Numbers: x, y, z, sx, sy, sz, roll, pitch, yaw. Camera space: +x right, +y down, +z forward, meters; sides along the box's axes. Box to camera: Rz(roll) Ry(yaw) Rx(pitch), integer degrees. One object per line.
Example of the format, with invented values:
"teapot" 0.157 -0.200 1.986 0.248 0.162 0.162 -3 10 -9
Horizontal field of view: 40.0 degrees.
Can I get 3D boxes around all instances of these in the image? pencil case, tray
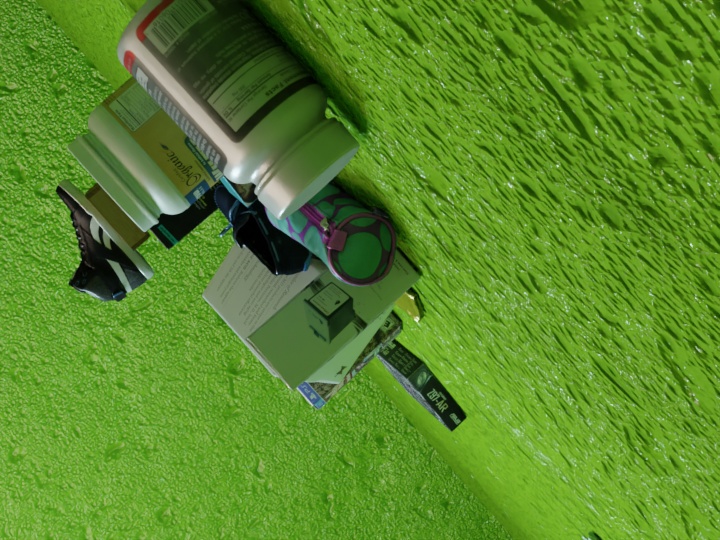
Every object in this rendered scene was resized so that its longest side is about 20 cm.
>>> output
"pencil case" -0.037 -0.055 1.107 0.092 0.085 0.200 33 -178 -34
"tray" -0.354 -0.085 1.442 0.099 0.037 0.200 50 173 -14

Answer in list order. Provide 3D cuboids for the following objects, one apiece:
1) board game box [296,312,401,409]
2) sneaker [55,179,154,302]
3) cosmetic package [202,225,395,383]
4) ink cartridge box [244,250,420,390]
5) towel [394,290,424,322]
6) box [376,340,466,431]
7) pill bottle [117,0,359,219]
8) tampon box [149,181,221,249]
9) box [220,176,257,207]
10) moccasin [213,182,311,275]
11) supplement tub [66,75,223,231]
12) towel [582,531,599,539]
"board game box" -0.055 0.105 1.659 0.159 0.200 0.097 46 173 10
"sneaker" -0.419 -0.033 1.512 0.200 0.112 0.073 51 171 -19
"cosmetic package" -0.092 0.042 1.477 0.200 0.165 0.165 42 -164 32
"ink cartridge box" -0.034 0.049 1.192 0.086 0.200 0.146 47 174 2
"towel" 0.000 0.000 1.341 0.200 0.018 0.086 34 169 23
"box" 0.106 0.212 1.925 0.160 0.044 0.200 51 173 -27
"pill bottle" -0.102 -0.148 0.850 0.200 0.114 0.114 47 173 1
"tampon box" -0.276 -0.158 1.531 0.150 0.200 0.126 51 172 -20
"box" -0.175 -0.176 1.292 0.049 0.082 0.200 41 171 40
"moccasin" -0.149 -0.065 1.380 0.200 0.068 0.081 37 134 35
"supplement tub" -0.200 -0.153 1.074 0.145 0.200 0.145 46 174 7
"towel" 0.449 0.520 1.627 0.200 0.023 0.153 43 173 32
